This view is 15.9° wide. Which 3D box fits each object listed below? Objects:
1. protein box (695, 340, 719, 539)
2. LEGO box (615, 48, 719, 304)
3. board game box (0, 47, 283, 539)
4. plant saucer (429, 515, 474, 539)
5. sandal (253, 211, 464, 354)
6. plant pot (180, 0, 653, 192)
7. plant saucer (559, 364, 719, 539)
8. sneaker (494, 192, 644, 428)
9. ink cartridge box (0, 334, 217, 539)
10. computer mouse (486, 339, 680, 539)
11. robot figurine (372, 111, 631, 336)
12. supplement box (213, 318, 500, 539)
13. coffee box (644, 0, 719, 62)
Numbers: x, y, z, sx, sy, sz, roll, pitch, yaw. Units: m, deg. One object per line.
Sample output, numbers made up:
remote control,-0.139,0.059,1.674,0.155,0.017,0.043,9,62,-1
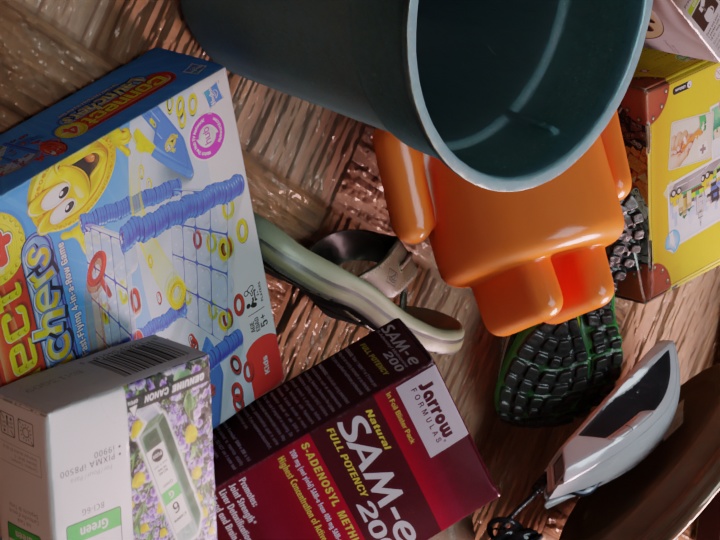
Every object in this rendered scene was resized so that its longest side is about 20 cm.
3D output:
protein box,0.368,0.111,1.916,0.198,0.135,0.200,-9,110,-47
LEGO box,0.220,-0.084,1.722,0.200,0.077,0.149,-25,121,-42
board game box,-0.140,0.014,1.361,0.196,0.056,0.200,-35,127,-37
plant saucer,-0.004,0.177,1.555,0.200,0.029,0.200,-2,93,-37
sandal,0.000,0.000,1.497,0.201,0.080,0.057,32,81,-48
plant pot,0.019,-0.159,1.374,0.200,0.196,0.200,-20,117,-45
plant saucer,0.197,0.134,1.706,0.029,0.200,0.200,41,65,-5
sneaker,0.129,0.014,1.654,0.078,0.085,0.200,4,120,-18
ink cartridge box,-0.128,0.144,1.334,0.109,0.050,0.200,-19,116,-41
computer mouse,0.148,0.124,1.642,0.200,0.044,0.110,-45,169,-20
robot figurine,0.085,-0.066,1.518,0.117,0.144,0.200,32,42,-81
supplement box,-0.034,0.127,1.447,0.200,0.061,0.109,-31,121,-7
coffee box,0.150,-0.217,1.570,0.200,0.113,0.080,42,71,-48
